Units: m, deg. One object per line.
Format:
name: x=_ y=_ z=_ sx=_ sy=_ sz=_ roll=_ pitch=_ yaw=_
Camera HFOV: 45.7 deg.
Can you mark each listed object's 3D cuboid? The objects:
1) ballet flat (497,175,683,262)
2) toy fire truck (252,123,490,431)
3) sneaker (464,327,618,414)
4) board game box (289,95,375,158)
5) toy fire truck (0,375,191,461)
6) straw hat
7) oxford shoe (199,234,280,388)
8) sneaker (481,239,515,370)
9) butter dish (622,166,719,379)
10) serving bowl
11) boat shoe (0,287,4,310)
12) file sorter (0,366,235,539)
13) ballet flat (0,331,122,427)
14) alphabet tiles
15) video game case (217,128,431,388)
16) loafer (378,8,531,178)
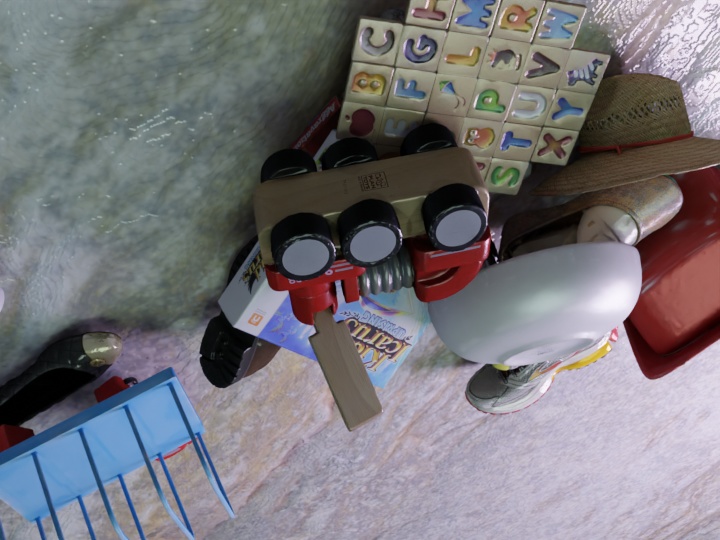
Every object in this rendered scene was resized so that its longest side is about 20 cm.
ballet flat: x=0.207 y=-0.032 z=0.801 sx=0.068 sy=0.068 sz=0.199 roll=46 pitch=145 yaw=-18
toy fire truck: x=0.014 y=0.012 z=0.680 sx=0.172 sy=0.130 sz=0.202 roll=-11 pitch=138 yaw=-6
sneaker: x=0.205 y=0.094 z=1.015 sx=0.199 sy=0.078 sz=0.082 roll=-36 pitch=134 yaw=7
board game box: x=0.020 y=-0.077 z=0.787 sx=0.198 sy=0.020 sz=0.103 roll=23 pitch=124 yaw=-38
toy fire truck: x=-0.272 y=0.177 z=0.901 sx=0.140 sy=0.049 sz=0.200 roll=-37 pitch=150 yaw=7
straw hat: x=0.238 y=-0.129 z=0.749 sx=0.197 sy=0.201 sz=0.087 roll=-14 pitch=99 yaw=-4
oxford shoe: x=-0.087 y=0.024 z=0.839 sx=0.084 sy=0.073 sz=0.201 roll=-12 pitch=144 yaw=-52
sneaker: x=0.122 y=0.044 z=0.928 sx=0.089 sy=0.079 sz=0.201 roll=-16 pitch=135 yaw=12
butter dish: x=0.308 y=-0.032 z=0.843 sx=0.147 sy=0.201 sz=0.199 roll=38 pitch=118 yaw=-19
serving bowl: x=0.162 y=0.042 z=0.771 sx=0.196 sy=0.067 sz=0.201 roll=-11 pitch=163 yaw=-3
boat shoe: x=-0.409 y=0.038 z=0.730 sx=0.196 sy=0.071 sz=0.067 roll=-13 pitch=143 yaw=6
file sorter: x=-0.234 y=0.216 z=0.821 sx=0.197 sy=0.124 sz=0.140 roll=-27 pitch=150 yaw=-12
ballet flat: x=-0.315 y=0.122 z=0.861 sx=0.198 sy=0.057 sz=0.066 roll=-32 pitch=139 yaw=16
alphabet tiles: x=0.084 y=-0.133 z=0.653 sx=0.196 sy=0.006 sz=0.168 roll=5 pitch=130 yaw=-13
video game case: x=0.000 y=0.000 z=0.773 sx=0.198 sy=0.046 sz=0.183 roll=27 pitch=104 yaw=-40
loafer: x=0.068 y=-0.132 z=0.707 sx=0.069 sy=0.076 sz=0.199 roll=-36 pitch=127 yaw=27
